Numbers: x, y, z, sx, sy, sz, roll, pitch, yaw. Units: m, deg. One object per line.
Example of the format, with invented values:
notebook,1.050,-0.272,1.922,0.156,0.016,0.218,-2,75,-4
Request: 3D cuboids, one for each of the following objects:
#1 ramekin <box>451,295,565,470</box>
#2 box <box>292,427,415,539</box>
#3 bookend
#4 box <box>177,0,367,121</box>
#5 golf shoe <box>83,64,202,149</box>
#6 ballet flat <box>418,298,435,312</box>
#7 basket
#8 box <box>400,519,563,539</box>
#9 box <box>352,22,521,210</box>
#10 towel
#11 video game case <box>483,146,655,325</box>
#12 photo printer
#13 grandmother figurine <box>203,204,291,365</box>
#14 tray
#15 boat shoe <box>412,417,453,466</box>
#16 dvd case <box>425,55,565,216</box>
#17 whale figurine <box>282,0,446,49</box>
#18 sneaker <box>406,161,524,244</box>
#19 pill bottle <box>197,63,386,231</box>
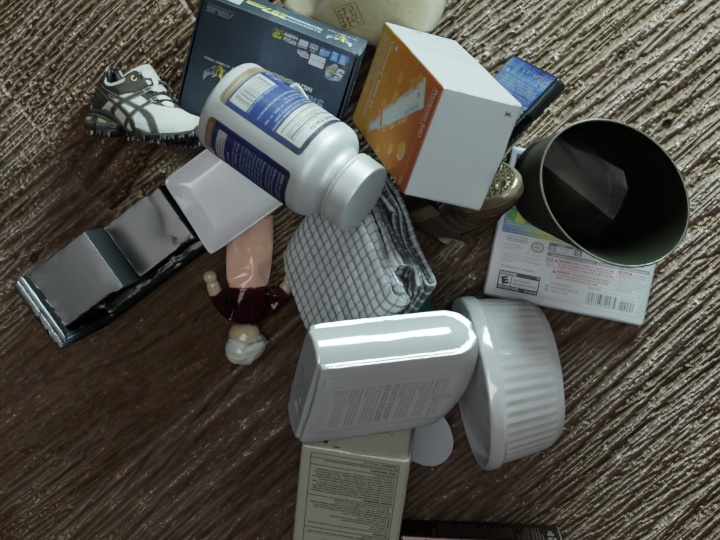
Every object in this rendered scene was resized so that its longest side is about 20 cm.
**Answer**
ramekin,0.171,0.126,1.423,0.093,0.202,0.205,-8,95,-7
box,-0.008,0.260,1.451,0.126,0.109,0.202,8,121,2
bookend,-0.275,-0.015,1.435,0.199,0.199,0.092,-37,92,5
box,-0.108,-0.230,1.446,0.198,0.051,0.159,22,124,2
golf shoe,-0.249,-0.196,1.442,0.198,0.077,0.096,13,94,32
ballet flat,0.046,0.028,1.490,0.075,0.068,0.202,-23,88,28
basket,0.247,-0.092,1.356,0.180,0.200,0.137,35,90,-13
box,0.147,0.369,1.505,0.198,0.075,0.101,2,96,2
box,0.078,-0.173,1.341,0.097,0.200,0.125,9,116,-24
towel,0.000,0.000,1.410,0.166,0.085,0.201,-51,48,36
video game case,0.263,-0.042,1.481,0.198,0.022,0.184,11,96,4
photo printer,0.029,0.116,1.343,0.198,0.167,0.070,-6,54,-17
grandmother figurine,-0.136,0.018,1.496,0.120,0.061,0.202,2,101,-16
tray,-0.123,-0.118,1.428,0.199,0.022,0.108,-35,85,8
boat shoe,0.035,0.160,1.496,0.200,0.066,0.072,39,97,-18
dvd case,0.140,-0.159,1.418,0.018,0.143,0.200,41,95,-24
whale figurine,0.010,-0.323,1.445,0.198,0.104,0.160,-16,116,28
sneaker,0.135,-0.073,1.416,0.075,0.199,0.071,42,67,-23
pill bottle,-0.072,-0.132,1.339,0.199,0.111,0.112,36,97,17
